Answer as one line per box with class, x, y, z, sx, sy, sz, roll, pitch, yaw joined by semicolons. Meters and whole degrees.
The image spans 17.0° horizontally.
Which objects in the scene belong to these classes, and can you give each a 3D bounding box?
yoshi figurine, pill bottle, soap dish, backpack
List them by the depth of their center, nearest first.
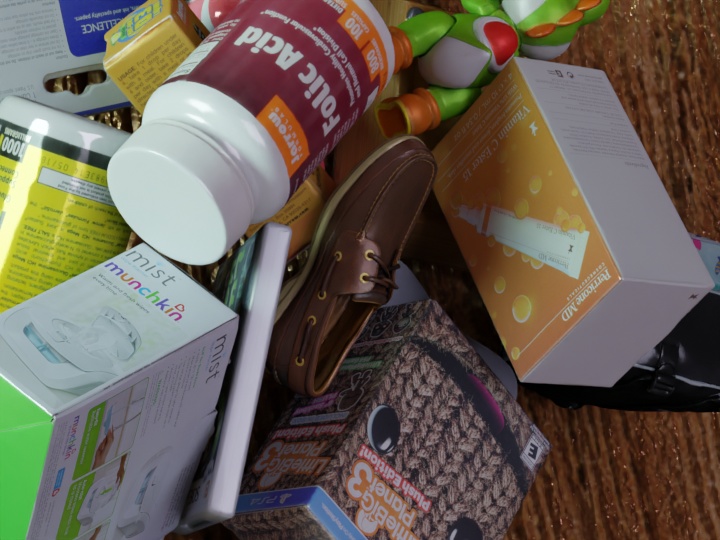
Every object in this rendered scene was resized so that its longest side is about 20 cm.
pill bottle;-0.073;-0.103;1.592;0.114;0.114;0.200;52;53;-18
pill bottle;-0.219;-0.008;1.624;0.112;0.112;0.201;17;92;-31
yoshi figurine;0.088;-0.174;1.789;0.199;0.113;0.112;-27;60;-18
soap dish;0.059;-0.108;1.851;0.157;0.081;0.202;11;80;-32
backpack;0.205;0.041;1.865;0.177;0.200;0.152;14;74;-30

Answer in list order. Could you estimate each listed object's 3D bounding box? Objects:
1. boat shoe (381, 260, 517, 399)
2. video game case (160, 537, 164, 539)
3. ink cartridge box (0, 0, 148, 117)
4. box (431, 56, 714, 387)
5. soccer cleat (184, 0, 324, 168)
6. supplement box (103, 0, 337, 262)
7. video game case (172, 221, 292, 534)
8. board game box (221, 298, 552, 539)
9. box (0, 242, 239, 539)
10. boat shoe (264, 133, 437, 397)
boat shoe;0.035;0.052;1.834;0.200;0.056;0.069;41;67;-24
video game case;-0.248;0.222;1.652;0.199;0.023;0.183;32;69;-28
ink cartridge box;-0.224;-0.205;1.696;0.197;0.047;0.202;-15;98;-34
box;0.145;-0.034;1.722;0.097;0.124;0.201;4;50;-40
soccer cleat;-0.076;-0.117;1.781;0.067;0.076;0.201;-54;134;-55
supplement box;-0.097;-0.101;1.703;0.069;0.067;0.200;-37;113;12
video game case;-0.095;0.079;1.675;0.023;0.182;0.201;14;77;-12
board game box;0.021;0.150;1.714;0.160;0.097;0.200;49;52;-24
box;-0.184;0.110;1.558;0.096;0.201;0.176;36;40;22
boat shoe;0.000;0.000;1.694;0.072;0.067;0.201;23;103;-51
